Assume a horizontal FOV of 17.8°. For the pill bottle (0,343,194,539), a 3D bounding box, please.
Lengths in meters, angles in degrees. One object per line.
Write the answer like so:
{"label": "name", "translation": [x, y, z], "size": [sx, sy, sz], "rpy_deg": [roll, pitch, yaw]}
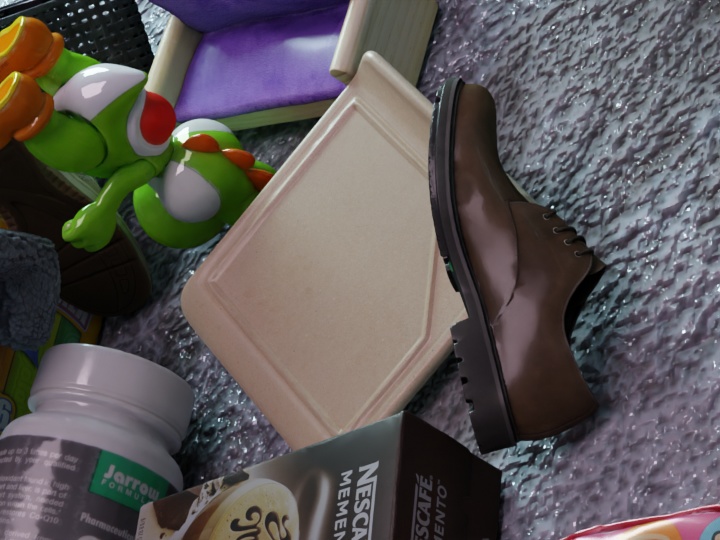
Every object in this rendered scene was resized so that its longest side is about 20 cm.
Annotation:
{"label": "pill bottle", "translation": [-0.168, 0.151, 1.331], "size": [0.113, 0.113, 0.200], "rpy_deg": [-9, 58, 46]}

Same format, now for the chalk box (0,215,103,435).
{"label": "chalk box", "translation": [-0.253, 0.030, 1.510], "size": [0.124, 0.125, 0.200], "rpy_deg": [-14, 55, 43]}

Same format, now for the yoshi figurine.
{"label": "yoshi figurine", "translation": [-0.145, -0.067, 1.405], "size": [0.112, 0.200, 0.112], "rpy_deg": [-61, 25, 4]}

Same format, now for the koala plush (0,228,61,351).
{"label": "koala plush", "translation": [-0.294, 0.059, 1.325], "size": [0.177, 0.184, 0.200], "rpy_deg": [13, 90, 18]}

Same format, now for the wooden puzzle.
{"label": "wooden puzzle", "translation": [0.000, 0.000, 1.302], "size": [0.200, 0.037, 0.185], "rpy_deg": [-54, 47, 12]}

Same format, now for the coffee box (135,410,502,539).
{"label": "coffee box", "translation": [-0.029, 0.160, 1.192], "size": [0.200, 0.080, 0.113], "rpy_deg": [-23, 47, 38]}

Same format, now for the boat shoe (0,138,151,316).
{"label": "boat shoe", "translation": [-0.198, -0.052, 1.453], "size": [0.072, 0.200, 0.065], "rpy_deg": [-27, 34, 21]}

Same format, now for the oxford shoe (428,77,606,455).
{"label": "oxford shoe", "translation": [0.082, -0.009, 1.185], "size": [0.084, 0.073, 0.200], "rpy_deg": [-13, 74, 7]}

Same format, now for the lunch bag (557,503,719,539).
{"label": "lunch bag", "translation": [0.113, 0.203, 1.004], "size": [0.200, 0.082, 0.176], "rpy_deg": [-20, 54, 42]}

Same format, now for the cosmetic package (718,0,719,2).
{"label": "cosmetic package", "translation": [0.262, -0.207, 1.057], "size": [0.166, 0.167, 0.200], "rpy_deg": [-13, 54, 44]}

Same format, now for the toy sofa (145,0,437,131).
{"label": "toy sofa", "translation": [-0.057, -0.141, 1.434], "size": [0.200, 0.098, 0.083], "rpy_deg": [-5, 63, 47]}

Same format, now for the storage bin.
{"label": "storage bin", "translation": [-0.247, -0.123, 1.552], "size": [0.135, 0.094, 0.200], "rpy_deg": [-4, 18, 47]}
